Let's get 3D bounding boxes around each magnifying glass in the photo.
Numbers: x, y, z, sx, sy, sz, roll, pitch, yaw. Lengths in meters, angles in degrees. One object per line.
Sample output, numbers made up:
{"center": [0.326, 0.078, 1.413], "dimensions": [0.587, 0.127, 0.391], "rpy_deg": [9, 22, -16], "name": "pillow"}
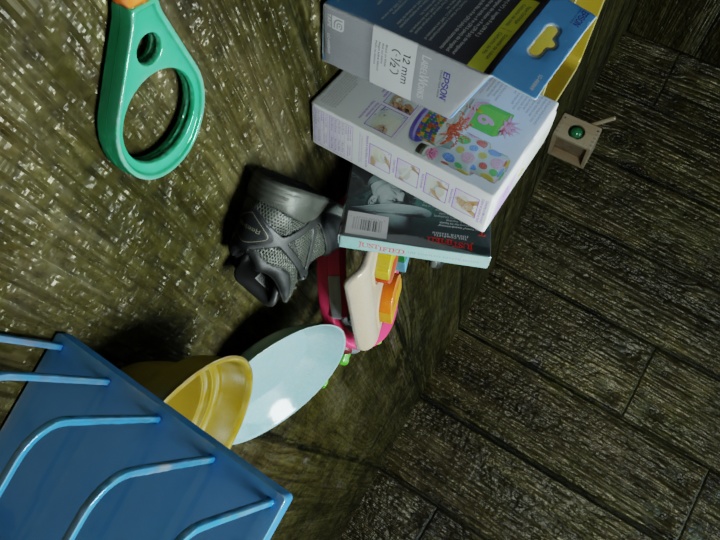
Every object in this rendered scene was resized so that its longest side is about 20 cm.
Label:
{"center": [-0.124, -0.135, 0.366], "dimensions": [0.080, 0.022, 0.201], "rpy_deg": [-50, 160, -35], "name": "magnifying glass"}

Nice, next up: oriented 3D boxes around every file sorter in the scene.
{"center": [-0.170, 0.139, 0.359], "dimensions": [0.140, 0.199, 0.123], "rpy_deg": [-60, 162, -2], "name": "file sorter"}

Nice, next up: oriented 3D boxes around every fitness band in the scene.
{"center": [0.000, 0.000, 0.825], "dimensions": [0.143, 0.037, 0.203], "rpy_deg": [-6, 97, -56], "name": "fitness band"}

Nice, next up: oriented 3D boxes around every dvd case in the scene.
{"center": [0.061, -0.097, 0.650], "dimensions": [0.022, 0.144, 0.202], "rpy_deg": [98, 0, -53], "name": "dvd case"}

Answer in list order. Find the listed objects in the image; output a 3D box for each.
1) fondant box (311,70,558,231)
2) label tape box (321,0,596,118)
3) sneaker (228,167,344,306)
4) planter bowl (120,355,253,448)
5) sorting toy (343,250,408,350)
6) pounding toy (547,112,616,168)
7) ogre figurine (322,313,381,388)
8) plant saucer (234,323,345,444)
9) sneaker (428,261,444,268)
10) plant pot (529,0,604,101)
{"center": [0.071, -0.146, 0.634], "dimensions": [0.145, 0.199, 0.058], "rpy_deg": [-52, 162, -28], "name": "fondant box"}
{"center": [0.085, -0.209, 0.571], "dimensions": [0.144, 0.199, 0.066], "rpy_deg": [-52, 164, -30], "name": "label tape box"}
{"center": [-0.064, -0.028, 0.642], "dimensions": [0.115, 0.076, 0.199], "rpy_deg": [-62, 161, 9], "name": "sneaker"}
{"center": [-0.182, 0.139, 0.530], "dimensions": [0.201, 0.083, 0.201], "rpy_deg": [-55, 163, -25], "name": "planter bowl"}
{"center": [0.036, -0.025, 0.755], "dimensions": [0.186, 0.036, 0.201], "rpy_deg": [82, 26, -60], "name": "sorting toy"}
{"center": [0.845, -0.518, 2.472], "dimensions": [0.143, 0.183, 0.200], "rpy_deg": [-58, 164, -12], "name": "pounding toy"}
{"center": [-0.019, 0.088, 0.937], "dimensions": [0.120, 0.098, 0.199], "rpy_deg": [-55, 156, 21], "name": "ogre figurine"}
{"center": [-0.107, 0.125, 0.761], "dimensions": [0.200, 0.039, 0.202], "rpy_deg": [-33, 151, -21], "name": "plant saucer"}
{"center": [0.226, -0.064, 1.481], "dimensions": [0.200, 0.079, 0.076], "rpy_deg": [-46, 160, -39], "name": "sneaker"}
{"center": [0.161, -0.290, 0.713], "dimensions": [0.201, 0.175, 0.201], "rpy_deg": [-54, 162, -32], "name": "plant pot"}
